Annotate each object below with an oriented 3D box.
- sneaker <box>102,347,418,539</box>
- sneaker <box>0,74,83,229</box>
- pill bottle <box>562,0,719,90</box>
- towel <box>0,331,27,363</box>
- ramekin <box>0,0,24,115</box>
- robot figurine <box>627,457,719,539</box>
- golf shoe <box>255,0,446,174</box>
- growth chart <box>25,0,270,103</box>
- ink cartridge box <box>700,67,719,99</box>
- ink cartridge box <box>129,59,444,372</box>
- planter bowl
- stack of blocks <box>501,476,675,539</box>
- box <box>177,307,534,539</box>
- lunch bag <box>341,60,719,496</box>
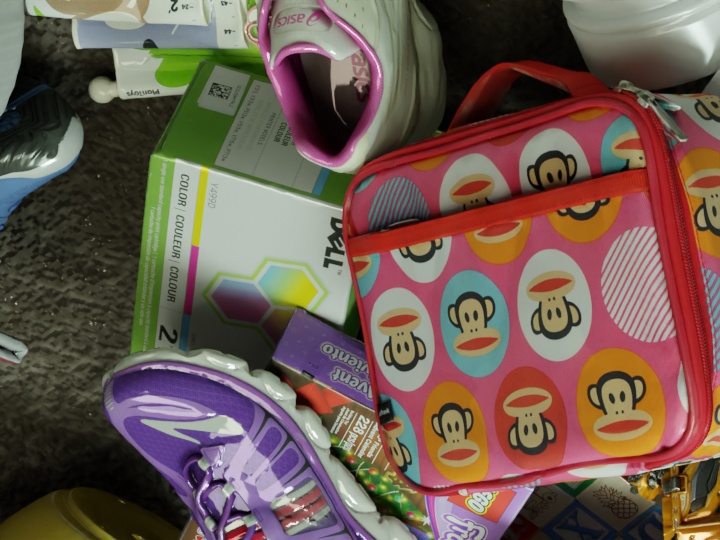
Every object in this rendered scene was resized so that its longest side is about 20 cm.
[{"bbox_3d":[-0.043,0.116,1.130,0.200,0.083,0.081,45,134,-11],"label":"sneaker"},{"bbox_3d":[-0.203,-0.037,1.238,0.200,0.076,0.077,-19,124,40],"label":"sneaker"},{"bbox_3d":[0.101,-0.181,0.996,0.114,0.114,0.200,-12,120,26],"label":"pill bottle"},{"bbox_3d":[-0.276,0.004,1.191,0.199,0.144,0.023,17,85,19],"label":"towel"},{"bbox_3d":[-0.245,-0.119,1.135,0.202,0.094,0.203,7,104,28],"label":"ramekin"},{"bbox_3d":[0.222,0.087,1.142,0.199,0.146,0.058,-5,157,12],"label":"robot figurine"},{"bbox_3d":[-0.014,-0.137,1.065,0.075,0.092,0.201,-9,105,24],"label":"golf shoe"},{"bbox_3d":[-0.110,-0.160,1.141,0.144,0.018,0.200,-7,124,23],"label":"growth chart"},{"bbox_3d":[0.183,-0.032,1.042,0.068,0.116,0.200,58,137,27],"label":"ink cartridge box"},{"bbox_3d":[0.000,0.000,1.176,0.199,0.076,0.148,17,135,6],"label":"ink cartridge box"},{"bbox_3d":[-0.135,0.174,1.320,0.200,0.200,0.084,30,97,-4],"label":"planter bowl"},{"bbox_3d":[0.073,0.137,1.270,0.115,0.059,0.200,37,128,-10],"label":"stack of blocks"},{"bbox_3d":[-0.007,0.119,1.208,0.137,0.039,0.200,26,136,-1],"label":"box"},{"bbox_3d":[0.082,-0.001,1.023,0.200,0.082,0.177,-14,84,49],"label":"lunch bag"}]
